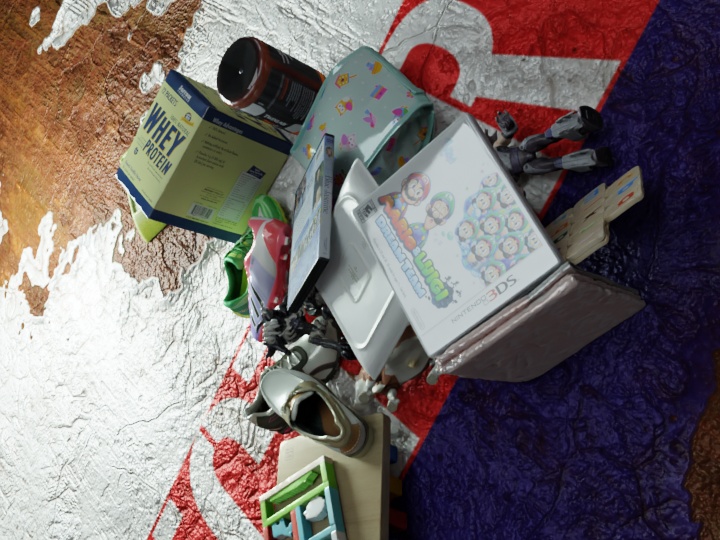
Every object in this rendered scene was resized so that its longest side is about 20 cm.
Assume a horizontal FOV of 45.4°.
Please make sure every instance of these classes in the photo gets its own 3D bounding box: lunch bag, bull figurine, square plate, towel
[{"bbox_3d":[0.010,-0.200,1.240,0.171,0.121,0.202,51,119,36],"label":"lunch bag"},{"bbox_3d":[0.050,0.128,1.147,0.200,0.065,0.122,-44,15,17],"label":"bull figurine"},{"bbox_3d":[0.000,0.000,1.079,0.201,0.028,0.200,57,138,32],"label":"square plate"},{"bbox_3d":[0.203,0.066,0.962,0.190,0.198,0.033,-39,59,26],"label":"towel"}]

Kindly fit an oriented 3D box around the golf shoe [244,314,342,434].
[{"bbox_3d":[-0.096,0.153,1.276,0.077,0.087,0.203,36,101,41],"label":"golf shoe"}]

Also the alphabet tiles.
[{"bbox_3d":[0.241,-0.040,0.976,0.195,0.200,0.015,-41,95,26],"label":"alphabet tiles"}]

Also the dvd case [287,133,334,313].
[{"bbox_3d":[-0.067,-0.063,1.159,0.143,0.017,0.203,124,152,-53],"label":"dvd case"}]

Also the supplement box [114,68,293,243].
[{"bbox_3d":[-0.254,-0.181,1.409,0.134,0.198,0.202,43,107,36],"label":"supplement box"}]

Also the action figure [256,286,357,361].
[{"bbox_3d":[-0.084,0.068,1.215,0.197,0.102,0.120,6,60,33],"label":"action figure"}]

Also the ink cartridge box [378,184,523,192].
[{"bbox_3d":[0.090,-0.066,1.091,0.198,0.143,0.086,8,100,54],"label":"ink cartridge box"}]

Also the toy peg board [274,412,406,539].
[{"bbox_3d":[-0.018,0.326,1.183,0.198,0.097,0.203,-22,51,35],"label":"toy peg board"}]

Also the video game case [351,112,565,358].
[{"bbox_3d":[0.100,-0.038,0.945,0.181,0.024,0.202,-38,67,23],"label":"video game case"}]

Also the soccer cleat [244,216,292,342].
[{"bbox_3d":[-0.151,0.013,1.337,0.075,0.067,0.204,19,115,14],"label":"soccer cleat"}]

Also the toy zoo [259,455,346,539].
[{"bbox_3d":[-0.073,0.362,1.126,0.130,0.020,0.203,-36,44,25],"label":"toy zoo"}]

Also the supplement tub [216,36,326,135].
[{"bbox_3d":[-0.116,-0.271,1.310,0.106,0.198,0.109,-11,72,38],"label":"supplement tub"}]

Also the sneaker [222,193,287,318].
[{"bbox_3d":[-0.172,-0.025,1.382,0.073,0.083,0.204,8,85,41],"label":"sneaker"}]

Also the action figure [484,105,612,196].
[{"bbox_3d":[0.213,-0.144,1.086,0.198,0.069,0.133,-15,89,43],"label":"action figure"}]

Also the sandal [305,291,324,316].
[{"bbox_3d":[-0.080,-0.028,1.318,0.075,0.044,0.204,-25,61,54],"label":"sandal"}]

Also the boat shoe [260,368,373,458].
[{"bbox_3d":[-0.071,0.183,1.168,0.198,0.068,0.076,23,82,37],"label":"boat shoe"}]

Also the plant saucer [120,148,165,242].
[{"bbox_3d":[-0.385,-0.191,1.625,0.199,0.047,0.203,-36,59,29],"label":"plant saucer"}]
